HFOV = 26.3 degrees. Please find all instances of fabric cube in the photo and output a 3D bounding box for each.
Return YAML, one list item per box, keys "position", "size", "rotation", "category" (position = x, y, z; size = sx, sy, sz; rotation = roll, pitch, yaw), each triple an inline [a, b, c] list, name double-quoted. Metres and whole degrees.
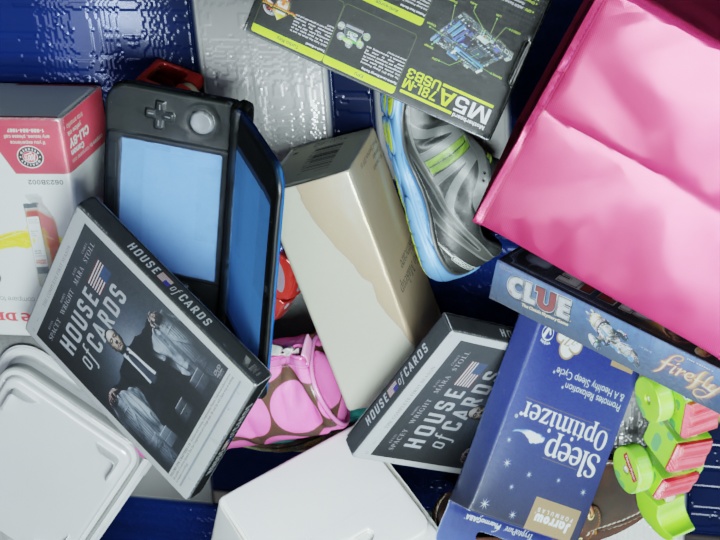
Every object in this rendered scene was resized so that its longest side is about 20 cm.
- position: [0.221, -0.100, 1.063]
  size: [0.198, 0.197, 0.201]
  rotation: [29, 121, 1]
  category: "fabric cube"

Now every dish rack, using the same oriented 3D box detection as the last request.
- position: [-0.299, 0.183, 1.445]
  size: [0.171, 0.044, 0.201]
  rotation: [34, 121, -4]
  category: "dish rack"

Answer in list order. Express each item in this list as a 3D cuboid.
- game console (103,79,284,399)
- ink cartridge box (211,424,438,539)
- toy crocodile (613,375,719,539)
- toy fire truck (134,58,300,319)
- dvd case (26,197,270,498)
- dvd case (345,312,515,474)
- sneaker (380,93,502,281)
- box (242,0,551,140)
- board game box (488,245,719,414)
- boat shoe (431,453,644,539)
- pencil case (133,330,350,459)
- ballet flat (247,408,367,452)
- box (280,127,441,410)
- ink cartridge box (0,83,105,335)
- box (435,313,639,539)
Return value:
- position: [-0.133, -0.025, 1.189]
  size: [0.169, 0.119, 0.202]
  rotation: [11, 118, 7]
  category: "game console"
- position: [-0.033, 0.260, 1.287]
  size: [0.145, 0.146, 0.201]
  rotation: [50, 149, 24]
  category: "ink cartridge box"
- position: [0.249, 0.127, 1.201]
  size: [0.067, 0.062, 0.201]
  rotation: [-10, 131, -22]
  category: "toy crocodile"
- position: [-0.116, -0.064, 1.261]
  size: [0.199, 0.049, 0.142]
  rotation: [32, 120, -2]
  category: "toy fire truck"
- position: [-0.171, 0.062, 1.204]
  size: [0.200, 0.025, 0.151]
  rotation: [43, 130, 13]
  category: "dvd case"
- position: [0.107, 0.107, 1.236]
  size: [0.199, 0.025, 0.151]
  rotation: [12, 128, -35]
  category: "dvd case"
- position: [0.064, -0.091, 1.194]
  size: [0.082, 0.071, 0.201]
  rotation: [-16, 110, -1]
  category: "sneaker"
- position: [0.042, -0.221, 1.103]
  size: [0.198, 0.048, 0.195]
  rotation: [23, 102, 3]
  category: "box"
- position: [0.212, 0.025, 1.125]
  size: [0.199, 0.135, 0.035]
  rotation: [27, 124, 27]
  category: "board game box"
- position: [0.158, 0.194, 1.262]
  size: [0.198, 0.070, 0.071]
  rotation: [-12, 82, -9]
  category: "boat shoe"
- position: [-0.109, 0.101, 1.287]
  size: [0.198, 0.092, 0.094]
  rotation: [-14, 149, 19]
  category: "pencil case"
- position: [-0.035, 0.129, 1.334]
  size: [0.198, 0.071, 0.071]
  rotation: [-8, 114, 21]
  category: "ballet flat"
- position: [0.000, 0.000, 1.236]
  size: [0.077, 0.095, 0.202]
  rotation: [-13, 114, 20]
  category: "box"
- position: [-0.283, -0.049, 1.296]
  size: [0.144, 0.084, 0.202]
  rotation: [2, 117, 15]
  category: "ink cartridge box"
- position: [0.141, 0.132, 1.184]
  size: [0.120, 0.032, 0.202]
  rotation: [22, 89, -35]
  category: "box"
